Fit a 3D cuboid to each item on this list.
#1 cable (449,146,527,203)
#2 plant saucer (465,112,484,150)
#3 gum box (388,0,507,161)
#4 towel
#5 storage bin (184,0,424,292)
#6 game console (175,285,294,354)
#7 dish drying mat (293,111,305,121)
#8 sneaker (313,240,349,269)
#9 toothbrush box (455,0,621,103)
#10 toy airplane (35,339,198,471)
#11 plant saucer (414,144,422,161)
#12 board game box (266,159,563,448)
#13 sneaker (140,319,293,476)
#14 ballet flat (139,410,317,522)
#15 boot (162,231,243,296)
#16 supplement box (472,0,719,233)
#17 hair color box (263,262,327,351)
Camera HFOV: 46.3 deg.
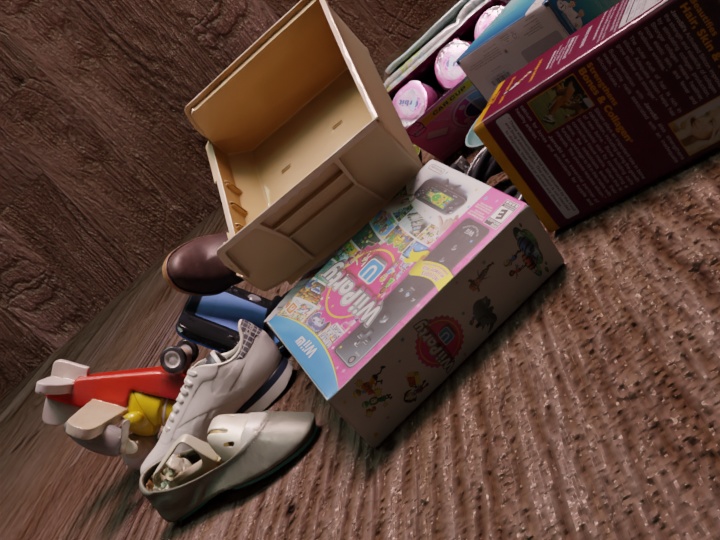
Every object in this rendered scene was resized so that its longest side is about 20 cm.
[{"bbox_3d":[0.114,-0.059,0.796,0.162,0.051,0.201,-17,30,45],"label":"cable"},{"bbox_3d":[0.205,-0.193,0.943,0.199,0.036,0.200,-39,14,12],"label":"plant saucer"},{"bbox_3d":[0.138,-0.238,1.061,0.199,0.067,0.113,-38,-30,23],"label":"gum box"},{"bbox_3d":[0.144,-0.278,1.125,0.199,0.049,0.170,-36,-29,24],"label":"towel"},{"bbox_3d":[-0.062,-0.119,0.784,0.197,0.093,0.202,-36,49,18],"label":"storage bin"},{"bbox_3d":[-0.114,0.025,1.020,0.200,0.168,0.120,-100,34,-74],"label":"game console"},{"bbox_3d":[-0.010,-0.107,0.948,0.076,0.199,0.018,-24,41,47],"label":"dish drying mat"},{"bbox_3d":[-0.045,-0.053,0.862,0.198,0.079,0.080,-11,41,36],"label":"sneaker"},{"bbox_3d":[0.217,-0.274,0.903,0.201,0.085,0.146,-52,16,-31],"label":"toothbrush box"},{"bbox_3d":[-0.280,0.166,0.992,0.198,0.144,0.197,-11,4,-43],"label":"toy airplane"},{"bbox_3d":[0.016,-0.098,1.182,0.199,0.031,0.200,-40,15,12],"label":"plant saucer"},{"bbox_3d":[0.036,0.017,0.660,0.200,0.064,0.147,-45,31,-4],"label":"board game box"},{"bbox_3d":[-0.163,0.141,0.876,0.200,0.081,0.076,-44,16,-1],"label":"sneaker"},{"bbox_3d":[-0.125,0.163,0.741,0.199,0.064,0.068,-34,16,29],"label":"ballet flat"},{"bbox_3d":[-0.115,-0.036,0.970,0.198,0.073,0.166,-12,-12,-38],"label":"boot"},{"bbox_3d":[0.198,-0.130,0.628,0.199,0.111,0.086,-29,18,39],"label":"supplement box"},{"bbox_3d":[0.000,0.000,0.880,0.200,0.064,0.110,-49,18,-30],"label":"hair color box"}]
